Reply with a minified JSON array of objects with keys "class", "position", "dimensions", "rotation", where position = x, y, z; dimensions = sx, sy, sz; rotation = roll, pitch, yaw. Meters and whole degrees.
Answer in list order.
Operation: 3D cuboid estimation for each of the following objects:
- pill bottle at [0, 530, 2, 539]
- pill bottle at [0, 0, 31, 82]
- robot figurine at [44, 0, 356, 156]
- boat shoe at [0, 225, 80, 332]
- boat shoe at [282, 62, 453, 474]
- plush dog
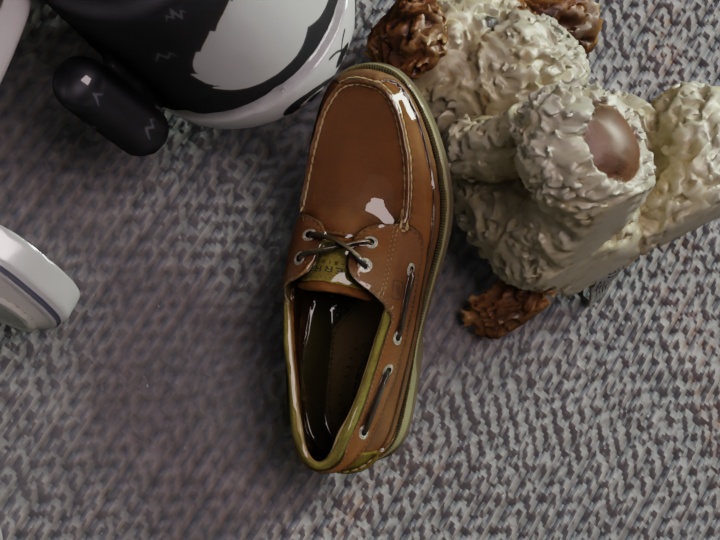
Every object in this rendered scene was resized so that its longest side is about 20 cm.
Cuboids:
[{"class":"pill bottle","position":[-0.246,0.158,1.047],"dimensions":[0.111,0.111,0.200],"rotation":[50,61,-6]},{"class":"pill bottle","position":[-0.260,-0.125,1.118],"dimensions":[0.200,0.111,0.111],"rotation":[26,66,-16]},{"class":"robot figurine","position":[-0.079,-0.145,1.155],"dimensions":[0.150,0.200,0.125],"rotation":[-26,60,12]},{"class":"boat shoe","position":[-0.228,-0.009,1.127],"dimensions":[0.200,0.072,0.066],"rotation":[27,71,-17]},{"class":"boat shoe","position":[0.000,0.000,1.193],"dimensions":[0.068,0.072,0.200],"rotation":[-14,104,-67]},{"class":"plush dog","position":[0.082,-0.075,1.278],"dimensions":[0.200,0.160,0.172],"rotation":[-5,61,-55]}]
